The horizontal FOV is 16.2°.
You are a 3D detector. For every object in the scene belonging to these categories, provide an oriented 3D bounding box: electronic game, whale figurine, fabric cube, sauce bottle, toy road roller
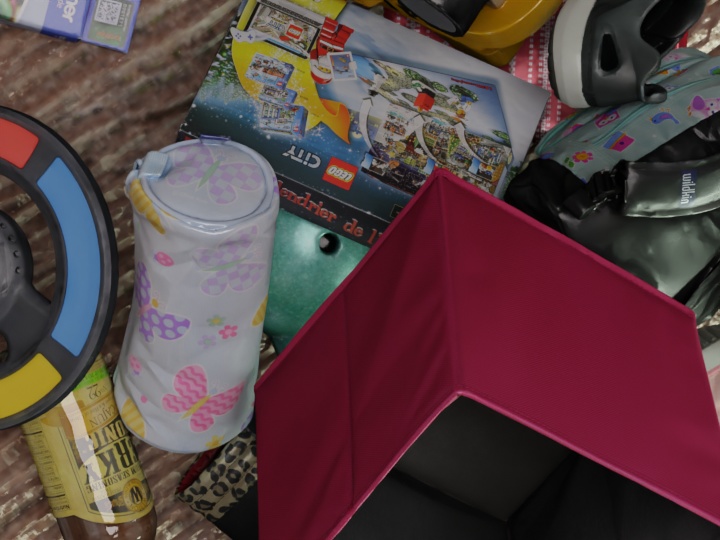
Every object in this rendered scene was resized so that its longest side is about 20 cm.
[{"bbox_3d":[-0.237,-0.002,1.538,0.199,0.042,0.201,1,92,23],"label":"electronic game"},{"bbox_3d":[0.000,0.000,1.595,0.200,0.104,0.159,32,84,-12],"label":"whale figurine"},{"bbox_3d":[0.069,0.106,1.408,0.196,0.200,0.200,27,121,-22],"label":"fabric cube"},{"bbox_3d":[-0.165,0.135,1.586,0.064,0.065,0.201,-21,96,-10],"label":"sauce bottle"},{"bbox_3d":[0.042,-0.206,1.569,0.200,0.146,0.123,29,81,31],"label":"toy road roller"}]

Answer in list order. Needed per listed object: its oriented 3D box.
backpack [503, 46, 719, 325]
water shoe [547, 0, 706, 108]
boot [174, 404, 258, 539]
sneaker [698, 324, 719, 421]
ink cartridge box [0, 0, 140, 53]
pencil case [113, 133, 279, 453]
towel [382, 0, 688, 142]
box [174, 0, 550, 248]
[{"bbox_3d":[0.190,-0.050,1.536,0.200,0.127,0.167,-35,132,-17],"label":"backpack"},{"bbox_3d":[0.176,-0.171,1.540,0.079,0.072,0.200,8,54,21],"label":"water shoe"},{"bbox_3d":[-0.003,0.122,1.607,0.154,0.073,0.204,42,91,-10],"label":"boot"},{"bbox_3d":[0.187,0.112,1.622,0.200,0.075,0.105,-23,104,-41],"label":"sneaker"},{"bbox_3d":[-0.226,-0.217,1.581,0.199,0.042,0.120,15,88,-13],"label":"ink cartridge box"},{"bbox_3d":[-0.100,0.017,1.516,0.090,0.083,0.201,3,131,-6],"label":"pencil case"},{"bbox_3d":[0.114,-0.154,1.629,0.199,0.022,0.145,2,88,6],"label":"towel"},{"bbox_3d":[0.001,-0.089,1.546,0.199,0.038,0.137,24,60,0],"label":"box"}]
